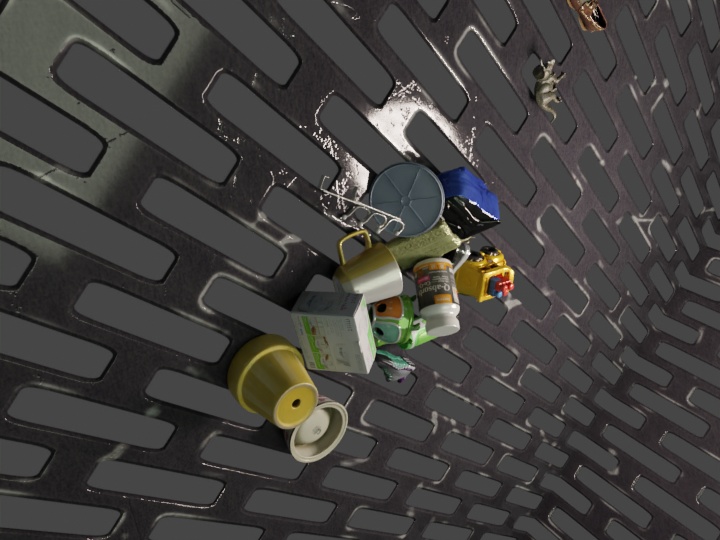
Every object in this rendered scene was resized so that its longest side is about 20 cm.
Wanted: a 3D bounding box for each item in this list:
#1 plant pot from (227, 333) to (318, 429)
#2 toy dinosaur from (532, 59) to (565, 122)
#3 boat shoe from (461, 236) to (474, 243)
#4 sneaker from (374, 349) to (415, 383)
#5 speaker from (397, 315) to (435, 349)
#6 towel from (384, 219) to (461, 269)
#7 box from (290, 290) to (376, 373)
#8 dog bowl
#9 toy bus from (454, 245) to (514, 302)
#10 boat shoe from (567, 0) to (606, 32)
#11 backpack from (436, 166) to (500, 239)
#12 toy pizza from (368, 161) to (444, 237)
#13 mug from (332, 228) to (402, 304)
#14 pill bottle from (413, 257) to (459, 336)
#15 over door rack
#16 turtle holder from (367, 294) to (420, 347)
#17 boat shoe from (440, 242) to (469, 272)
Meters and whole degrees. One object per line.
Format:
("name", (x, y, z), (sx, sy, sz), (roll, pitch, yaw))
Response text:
("plant pot", (-0.206, 0.290, 1.483), (0.199, 0.188, 0.203), (-19, 124, -32))
("toy dinosaur", (0.555, -0.544, 1.774), (0.101, 0.077, 0.202), (-18, 128, -18))
("boat shoe", (0.278, -0.109, 1.765), (0.198, 0.073, 0.063), (-16, 129, -20))
("sneaker", (0.090, 0.306, 1.822), (0.199, 0.074, 0.088), (25, 101, -45))
("speaker", (0.201, 0.179, 1.837), (0.198, 0.088, 0.089), (-17, 122, -33))
("towel", (0.168, -0.071, 1.642), (0.198, 0.037, 0.148), (-23, 146, 22))
("box", (-0.066, 0.162, 1.527), (0.097, 0.174, 0.202), (-66, 150, -49))
("dog bowl", (-0.136, 0.448, 1.705), (0.199, 0.074, 0.202), (-19, 123, -32))
("toy bus", (0.413, 0.021, 1.857), (0.198, 0.191, 0.137), (-14, 120, -35))
("boat shoe", (0.667, -0.780, 1.731), (0.199, 0.070, 0.071), (29, 94, -43))
("backpack", (0.262, -0.195, 1.634), (0.199, 0.170, 0.162), (22, 142, -39))
("toy pizza", (0.120, -0.186, 1.545), (0.198, 0.032, 0.202), (3, 112, 7))
("mug", (0.001, 0.008, 1.569), (0.152, 0.188, 0.150), (-24, 159, -18))
("pill bottle", (0.216, 0.076, 1.663), (0.116, 0.116, 0.202), (17, 57, -43))
("over door rack", (-0.005, -0.149, 1.450), (0.199, 0.147, 0.067), (32, 86, -45))
("turtle holder", (0.083, 0.142, 1.700), (0.130, 0.185, 0.143), (3, 77, -15))
("boat shoe", (0.250, -0.008, 1.768), (0.056, 0.069, 0.201), (10, 127, -32))
